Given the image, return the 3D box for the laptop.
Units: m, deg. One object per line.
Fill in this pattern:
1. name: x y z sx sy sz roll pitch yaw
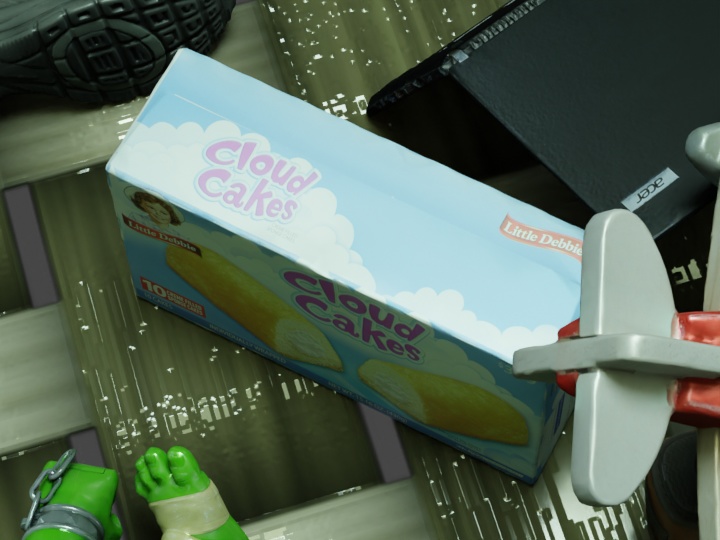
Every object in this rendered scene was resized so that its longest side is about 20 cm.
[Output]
1. laptop: 0.120 -0.090 0.885 0.177 0.200 0.104 -35 95 -14

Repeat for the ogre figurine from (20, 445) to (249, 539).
1. ogre figurine: -0.058 0.151 0.805 0.199 0.098 0.120 34 51 0

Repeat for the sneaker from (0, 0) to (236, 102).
1. sneaker: -0.157 -0.120 0.947 0.199 0.076 0.091 -14 59 -7

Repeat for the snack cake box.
1. snack cake box: 0.000 0.000 0.859 0.199 0.115 0.067 25 68 13

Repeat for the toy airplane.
1. toy airplane: 0.149 0.043 0.743 0.200 0.141 0.199 -41 88 -10

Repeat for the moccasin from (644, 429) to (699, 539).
1. moccasin: 0.215 0.087 0.840 0.200 0.078 0.074 -18 50 -3
